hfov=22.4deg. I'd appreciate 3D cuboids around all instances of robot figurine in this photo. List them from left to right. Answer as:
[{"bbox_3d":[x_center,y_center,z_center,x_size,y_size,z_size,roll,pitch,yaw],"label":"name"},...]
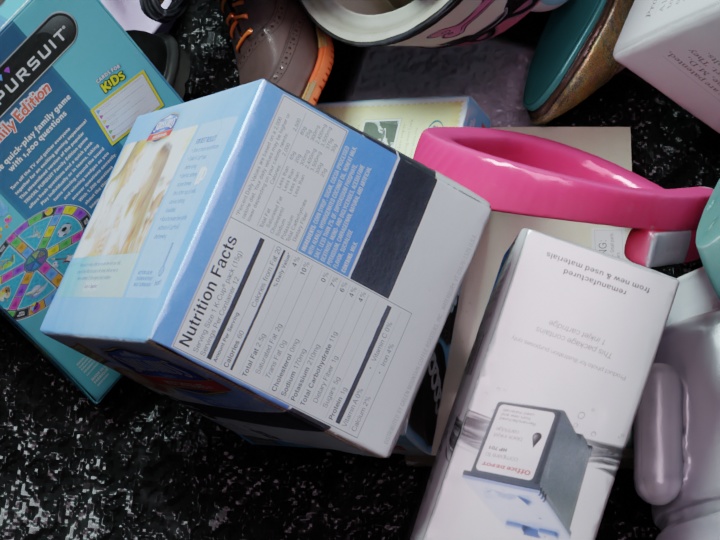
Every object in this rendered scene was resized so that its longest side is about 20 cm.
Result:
[{"bbox_3d":[0.206,0.096,0.950,0.168,0.113,0.202,10,66,-31],"label":"robot figurine"}]

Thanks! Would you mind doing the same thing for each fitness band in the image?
[{"bbox_3d":[0.108,-0.043,0.942,0.143,0.200,0.038,21,101,24],"label":"fitness band"}]

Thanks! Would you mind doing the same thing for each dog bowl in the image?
[{"bbox_3d":[0.047,-0.214,1.003,0.199,0.073,0.202,-16,68,45],"label":"dog bowl"}]

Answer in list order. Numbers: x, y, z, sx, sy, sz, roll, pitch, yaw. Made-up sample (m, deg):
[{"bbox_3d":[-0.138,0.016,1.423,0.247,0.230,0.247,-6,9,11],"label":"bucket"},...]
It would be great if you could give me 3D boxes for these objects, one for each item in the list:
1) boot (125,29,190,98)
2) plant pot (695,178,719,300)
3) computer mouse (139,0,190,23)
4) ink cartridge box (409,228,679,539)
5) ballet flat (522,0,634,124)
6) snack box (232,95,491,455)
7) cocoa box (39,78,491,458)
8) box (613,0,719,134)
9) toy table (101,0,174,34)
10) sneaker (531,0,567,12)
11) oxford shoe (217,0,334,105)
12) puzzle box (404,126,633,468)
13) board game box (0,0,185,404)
[{"bbox_3d":[-0.205,-0.093,1.013,0.212,0.158,0.079,-51,35,-14],"label":"boot"},{"bbox_3d":[0.256,-0.019,0.846,0.160,0.201,0.201,34,74,-1],"label":"plant pot"},{"bbox_3d":[-0.090,-0.224,1.101,0.034,0.059,0.201,3,47,31],"label":"computer mouse"},{"bbox_3d":[0.083,0.091,0.917,0.085,0.146,0.202,17,87,2],"label":"ink cartridge box"},{"bbox_3d":[0.155,-0.170,1.085,0.070,0.071,0.202,15,73,8],"label":"ballet flat"},{"bbox_3d":[0.000,0.000,1.017,0.115,0.037,0.202,0,68,29],"label":"snack box"},{"bbox_3d":[-0.054,0.001,0.889,0.131,0.200,0.134,27,79,-21],"label":"cocoa box"},{"bbox_3d":[0.277,-0.160,0.995,0.199,0.130,0.200,32,72,-18],"label":"box"},{"bbox_3d":[-0.182,-0.235,1.094,0.183,0.117,0.200,-35,70,-10],"label":"toy table"},{"bbox_3d":[0.077,-0.239,1.092,0.079,0.130,0.202,13,72,-38],"label":"sneaker"},{"bbox_3d":[-0.058,-0.139,1.052,0.072,0.071,0.201,26,47,-23],"label":"oxford shoe"},{"bbox_3d":[0.091,0.013,1.035,0.132,0.025,0.202,1,70,3],"label":"puzzle box"},{"bbox_3d":[-0.159,-0.048,0.981,0.151,0.200,0.047,-47,37,-11],"label":"board game box"}]
